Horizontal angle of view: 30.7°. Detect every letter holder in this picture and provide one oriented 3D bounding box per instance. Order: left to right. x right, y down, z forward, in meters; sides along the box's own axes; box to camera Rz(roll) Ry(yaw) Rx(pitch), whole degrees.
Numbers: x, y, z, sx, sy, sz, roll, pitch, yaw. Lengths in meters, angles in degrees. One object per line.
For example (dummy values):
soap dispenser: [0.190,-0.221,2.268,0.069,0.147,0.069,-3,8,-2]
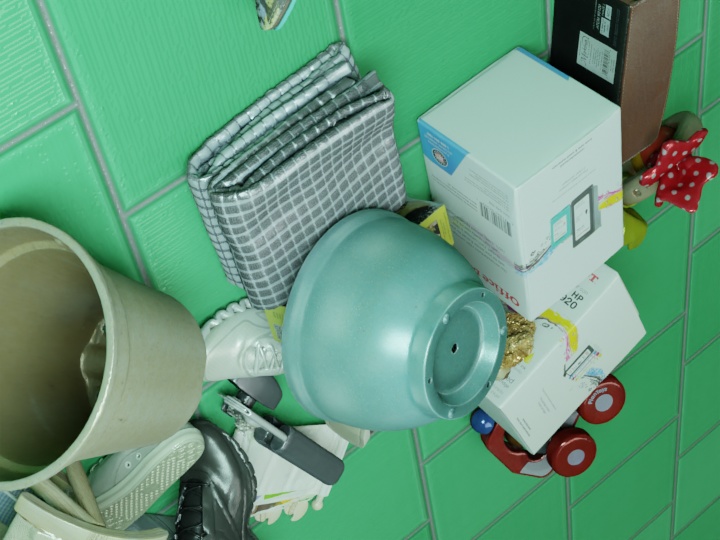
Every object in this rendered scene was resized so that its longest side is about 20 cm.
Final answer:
letter holder: [0.281,-0.234,1.372,0.141,0.100,0.201,-31,139,-27]

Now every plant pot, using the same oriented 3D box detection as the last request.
plant pot: [-0.224,0.073,1.046,0.201,0.200,0.183,-56,154,8]
plant pot: [0.045,0.057,1.169,0.199,0.133,0.203,-20,117,-44]

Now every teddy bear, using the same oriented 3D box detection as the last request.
teddy bear: [0.084,0.082,1.373,0.198,0.145,0.068,3,78,-17]

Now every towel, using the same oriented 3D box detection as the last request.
towel: [-0.046,-0.078,1.171,0.199,0.085,0.166,-38,143,-16]

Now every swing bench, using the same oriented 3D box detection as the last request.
swing bench: [-0.293,0.242,1.088,0.129,0.200,0.200,11,112,-50]

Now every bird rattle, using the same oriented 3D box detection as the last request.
bird rattle: [0.329,-0.123,1.486,0.164,0.112,0.200,-58,-176,-35]

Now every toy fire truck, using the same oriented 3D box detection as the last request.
toy fire truck: [0.225,0.167,1.667,0.166,0.112,0.202,15,111,-25]

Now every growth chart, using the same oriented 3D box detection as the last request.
growth chart: [-0.087,0.219,1.439,0.199,0.018,0.146,7,115,-49]

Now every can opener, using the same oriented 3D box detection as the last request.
can opener: [-0.076,0.163,1.350,0.067,0.052,0.200,-54,138,-11]

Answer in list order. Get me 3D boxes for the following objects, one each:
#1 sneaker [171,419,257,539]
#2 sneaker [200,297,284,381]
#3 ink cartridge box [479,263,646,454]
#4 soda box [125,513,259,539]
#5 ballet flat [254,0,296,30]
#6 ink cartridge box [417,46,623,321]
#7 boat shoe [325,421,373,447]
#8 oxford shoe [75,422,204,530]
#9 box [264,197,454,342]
sneaker: [-0.148,0.247,1.287,0.090,0.075,0.202,-18,97,-52]
sneaker: [-0.076,0.069,1.271,0.199,0.081,0.076,-16,133,-36]
ink cartridge box: [0.198,0.071,1.504,0.200,0.147,0.145,-47,143,-6]
soda box: [-0.179,0.303,1.371,0.199,0.068,0.064,21,105,-52]
ballet flat: [-0.054,-0.287,1.012,0.072,0.072,0.202,8,115,-49]
ink cartridge box: [0.167,-0.086,1.337,0.146,0.146,0.201,-37,142,-19]
boat shoe: [0.004,0.128,1.363,0.060,0.071,0.200,-54,170,-21]
oxford shoe: [-0.231,0.201,1.246,0.200,0.058,0.075,-42,152,13]
box: [0.000,0.000,1.258,0.200,0.075,0.051,-41,127,-34]
